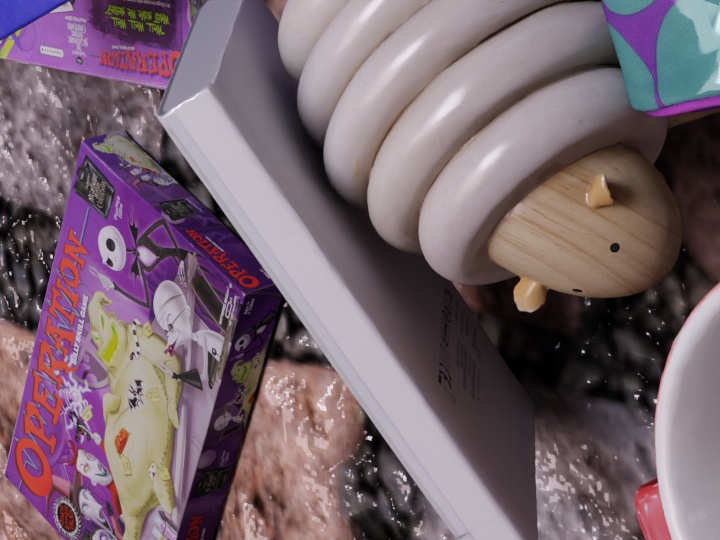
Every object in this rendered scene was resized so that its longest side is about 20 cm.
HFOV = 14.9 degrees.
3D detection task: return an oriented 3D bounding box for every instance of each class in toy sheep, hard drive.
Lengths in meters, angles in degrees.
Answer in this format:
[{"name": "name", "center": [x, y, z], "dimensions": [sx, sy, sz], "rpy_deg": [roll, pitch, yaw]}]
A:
[{"name": "toy sheep", "center": [0.040, -0.070, 0.949], "dimensions": [0.200, 0.138, 0.138], "rpy_deg": [51, 136, 23]}, {"name": "hard drive", "center": [0.000, 0.000, 0.982], "dimensions": [0.027, 0.132, 0.200], "rpy_deg": [-30, 107, 14]}]

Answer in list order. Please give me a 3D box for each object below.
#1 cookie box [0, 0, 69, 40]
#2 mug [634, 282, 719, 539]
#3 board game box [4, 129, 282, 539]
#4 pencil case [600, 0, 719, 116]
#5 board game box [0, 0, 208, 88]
[{"name": "cookie box", "center": [-0.116, -0.200, 1.031], "dimensions": [0.200, 0.075, 0.171], "rpy_deg": [-25, 108, 27]}, {"name": "mug", "center": [0.182, 0.031, 0.773], "dimensions": [0.177, 0.200, 0.134], "rpy_deg": [20, 119, 44]}, {"name": "board game box", "center": [-0.101, 0.052, 1.238], "dimensions": [0.120, 0.032, 0.200], "rpy_deg": [45, 134, 34]}, {"name": "pencil case", "center": [0.107, -0.153, 0.879], "dimensions": [0.092, 0.085, 0.200], "rpy_deg": [-16, 91, 17]}, {"name": "board game box", "center": [-0.127, -0.146, 1.179], "dimensions": [0.200, 0.032, 0.120], "rpy_deg": [15, 110, 47]}]
